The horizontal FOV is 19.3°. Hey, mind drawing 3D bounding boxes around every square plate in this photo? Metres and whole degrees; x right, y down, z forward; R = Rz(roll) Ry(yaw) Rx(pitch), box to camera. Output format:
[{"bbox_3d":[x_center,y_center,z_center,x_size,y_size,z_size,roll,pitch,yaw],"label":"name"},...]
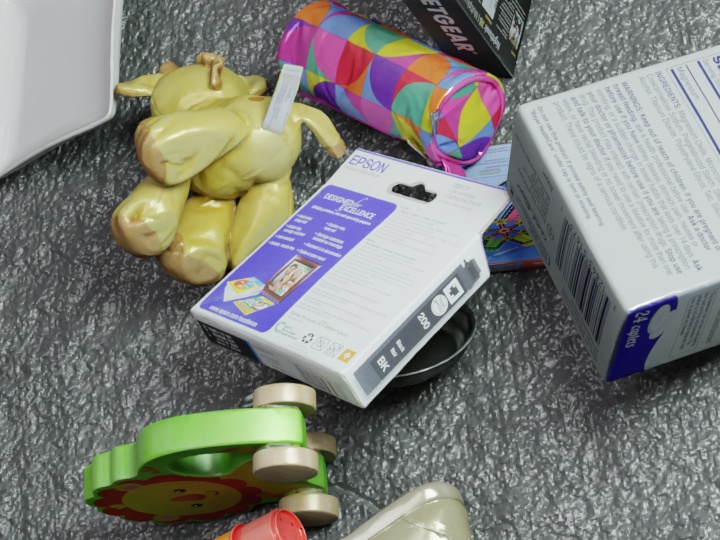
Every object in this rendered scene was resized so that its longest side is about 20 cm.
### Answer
[{"bbox_3d":[-0.262,-0.189,1.850,0.199,0.028,0.200,-21,59,44],"label":"square plate"}]

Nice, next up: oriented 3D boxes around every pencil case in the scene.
[{"bbox_3d":[0.023,-0.147,1.683,0.200,0.088,0.089,32,86,40],"label":"pencil case"}]

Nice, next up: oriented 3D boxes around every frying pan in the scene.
[{"bbox_3d":[0.011,0.073,1.589,0.114,0.031,0.190,13,40,38],"label":"frying pan"}]

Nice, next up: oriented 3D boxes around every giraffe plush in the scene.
[{"bbox_3d":[-0.126,-0.106,1.724,0.201,0.172,0.162,-56,36,9],"label":"giraffe plush"}]

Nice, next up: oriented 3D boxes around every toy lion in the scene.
[{"bbox_3d":[-0.117,0.149,1.584,0.190,0.200,0.069,-5,69,4],"label":"toy lion"}]

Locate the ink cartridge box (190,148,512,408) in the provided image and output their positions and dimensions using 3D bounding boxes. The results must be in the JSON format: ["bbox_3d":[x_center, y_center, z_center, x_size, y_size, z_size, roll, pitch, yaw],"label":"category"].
[{"bbox_3d":[0.000,0.000,1.602,0.200,0.044,0.198,-46,36,-20],"label":"ink cartridge box"}]

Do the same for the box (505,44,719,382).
[{"bbox_3d":[0.229,-0.046,1.492,0.199,0.105,0.185,-17,60,-13],"label":"box"}]

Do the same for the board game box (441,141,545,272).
[{"bbox_3d":[0.154,-0.054,1.628,0.199,0.019,0.104,-6,65,24],"label":"board game box"}]

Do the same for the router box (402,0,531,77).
[{"bbox_3d":[0.084,-0.262,1.639,0.052,0.200,0.158,8,73,25],"label":"router box"}]

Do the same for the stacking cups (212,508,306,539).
[{"bbox_3d":[-0.126,0.241,1.601,0.199,0.060,0.061,-28,59,29],"label":"stacking cups"}]

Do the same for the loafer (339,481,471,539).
[{"bbox_3d":[0.000,0.235,1.556,0.200,0.076,0.068,-39,52,7],"label":"loafer"}]
